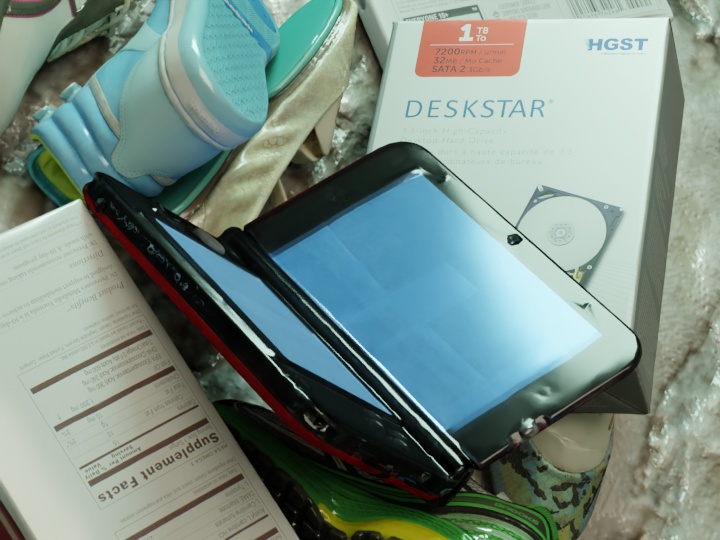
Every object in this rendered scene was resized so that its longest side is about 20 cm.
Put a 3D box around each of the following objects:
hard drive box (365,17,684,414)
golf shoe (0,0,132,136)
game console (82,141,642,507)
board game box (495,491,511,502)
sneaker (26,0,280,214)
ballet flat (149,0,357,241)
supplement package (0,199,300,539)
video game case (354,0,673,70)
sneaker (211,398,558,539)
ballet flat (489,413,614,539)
[{"bbox_3d":[0.081,-0.031,1.061,0.156,0.077,0.200,0,58,17],"label":"hard drive box"},{"bbox_3d":[-0.160,-0.142,1.056,0.088,0.077,0.200,25,59,-20],"label":"golf shoe"},{"bbox_3d":[0.000,0.000,0.933,0.200,0.119,0.172,44,7,38],"label":"game console"},{"bbox_3d":[0.069,0.231,0.979,0.148,0.064,0.200,-33,82,-32],"label":"board game box"},{"bbox_3d":[-0.114,-0.097,1.055,0.080,0.131,0.200,50,18,-19],"label":"sneaker"},{"bbox_3d":[-0.052,-0.065,1.082,0.062,0.067,0.200,53,56,-27],"label":"ballet flat"},{"bbox_3d":[-0.134,0.091,0.928,0.109,0.114,0.200,-27,78,-33],"label":"supplement package"},{"bbox_3d":[0.072,-0.209,1.219,0.200,0.024,0.182,-14,72,-28],"label":"video game case"},{"bbox_3d":[0.002,0.114,0.958,0.200,0.078,0.085,26,39,27],"label":"sneaker"},{"bbox_3d":[0.110,0.048,1.084,0.074,0.074,0.200,14,61,-17],"label":"ballet flat"}]
